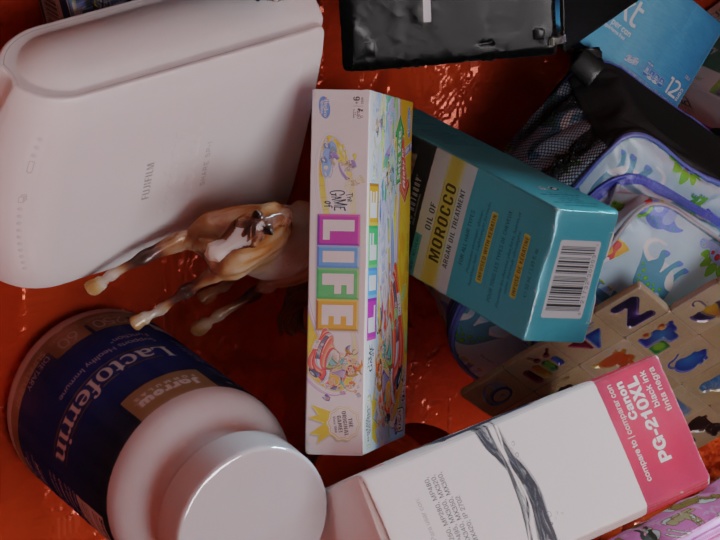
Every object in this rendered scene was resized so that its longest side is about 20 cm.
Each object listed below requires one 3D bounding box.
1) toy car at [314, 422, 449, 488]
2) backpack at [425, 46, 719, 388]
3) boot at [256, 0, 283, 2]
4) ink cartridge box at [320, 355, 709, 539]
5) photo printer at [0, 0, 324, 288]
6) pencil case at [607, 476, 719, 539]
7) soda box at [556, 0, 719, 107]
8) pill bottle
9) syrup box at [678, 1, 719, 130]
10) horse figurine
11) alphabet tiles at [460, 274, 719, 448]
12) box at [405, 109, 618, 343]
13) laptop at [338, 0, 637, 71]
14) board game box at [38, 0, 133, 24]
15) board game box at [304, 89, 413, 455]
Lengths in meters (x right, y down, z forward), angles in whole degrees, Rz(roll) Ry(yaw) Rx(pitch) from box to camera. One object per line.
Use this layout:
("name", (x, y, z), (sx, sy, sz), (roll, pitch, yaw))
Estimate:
("toy car", (0.032, 0.179, 1.651), (0.200, 0.175, 0.150), (58, 37, -35))
("backpack", (0.145, -0.003, 1.617), (0.183, 0.147, 0.200), (28, 119, -37))
("boot", (-0.120, -0.192, 1.354), (0.090, 0.073, 0.200), (-45, 119, -3))
("ink cartridge box", (0.072, 0.130, 1.472), (0.200, 0.145, 0.085), (-20, 84, -24))
("photo printer", (-0.126, -0.076, 1.439), (0.200, 0.069, 0.167), (-18, 145, -28))
("pencil case", (0.235, 0.195, 1.827), (0.200, 0.083, 0.087), (-25, 122, -24))
("soda box", (0.134, -0.178, 1.611), (0.200, 0.064, 0.068), (32, 89, -39))
("pill bottle", (-0.110, 0.106, 1.473), (0.115, 0.200, 0.116), (-14, 116, -30))
("syrup box", (0.277, -0.079, 1.742), (0.081, 0.079, 0.200), (-42, 127, -13))
("horse figurine", (-0.064, -0.005, 1.492), (0.132, 0.050, 0.200), (-30, 162, 22))
("alphabet tiles", (0.187, 0.060, 1.580), (0.200, 0.008, 0.167), (-33, 136, 22))
("box", (0.064, -0.030, 1.536), (0.049, 0.200, 0.083), (3, 108, -37))
("laptop", (0.079, -0.221, 1.509), (0.199, 0.103, 0.178), (-6, 113, -4))
("board game box", (-0.094, -0.233, 1.431), (0.200, 0.062, 0.200), (-25, 122, -23))
("board game box", (0.000, 0.000, 1.478), (0.134, 0.034, 0.201), (-7, 99, -79))
